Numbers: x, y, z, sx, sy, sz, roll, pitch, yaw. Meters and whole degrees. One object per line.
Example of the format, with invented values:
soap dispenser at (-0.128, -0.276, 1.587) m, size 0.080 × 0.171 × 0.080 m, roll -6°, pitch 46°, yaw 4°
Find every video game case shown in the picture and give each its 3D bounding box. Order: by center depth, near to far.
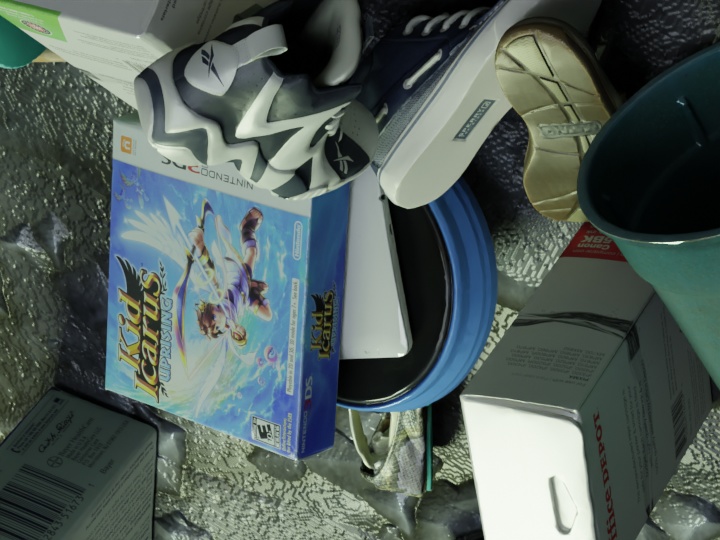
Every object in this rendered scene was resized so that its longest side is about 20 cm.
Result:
video game case at (-0.094, 0.008, 1.491) m, size 0.181 × 0.045 × 0.201 m, roll 17°, pitch 112°, yaw 36°

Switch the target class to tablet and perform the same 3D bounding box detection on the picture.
tablet at (-0.054, -0.002, 1.493) m, size 0.199 × 0.014 × 0.131 m, roll -5°, pitch 98°, yaw 39°

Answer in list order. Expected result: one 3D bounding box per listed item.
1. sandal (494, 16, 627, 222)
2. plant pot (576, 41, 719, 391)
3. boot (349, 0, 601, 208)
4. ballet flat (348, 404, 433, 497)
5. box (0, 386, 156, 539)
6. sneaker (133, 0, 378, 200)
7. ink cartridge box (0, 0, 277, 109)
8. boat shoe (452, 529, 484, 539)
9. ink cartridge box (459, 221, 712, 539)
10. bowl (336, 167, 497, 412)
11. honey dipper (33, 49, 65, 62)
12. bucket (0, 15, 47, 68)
sandal at (0.132, -0.096, 1.355) m, size 0.080 × 0.054 × 0.200 m, roll 0°, pitch 145°, yaw 20°
plant pot at (0.254, -0.009, 1.276) m, size 0.199 × 0.201 × 0.197 m, roll -7°, pitch 127°, yaw 35°
boot at (0.061, -0.139, 1.371) m, size 0.200 × 0.073 × 0.091 m, roll -48°, pitch 58°, yaw 24°
ballet flat at (0.026, 0.083, 1.553) m, size 0.072 × 0.072 × 0.201 m, roll 21°, pitch 133°, yaw 17°
box at (-0.252, 0.233, 1.767) m, size 0.104 × 0.184 × 0.201 m, roll 20°, pitch 131°, yaw 16°
sneaker at (-0.023, -0.107, 1.283) m, size 0.129 × 0.199 × 0.080 m, roll -27°, pitch 63°, yaw 33°
ink cartridge box at (-0.120, -0.155, 1.380) m, size 0.145 × 0.084 × 0.200 m, roll 17°, pitch 171°, yaw 33°
boat shoe at (0.112, 0.198, 1.600) m, size 0.066 × 0.070 × 0.200 m, roll 46°, pitch 142°, yaw -8°
ink cartridge box at (0.146, 0.083, 1.392) m, size 0.082 × 0.200 × 0.147 m, roll 8°, pitch 126°, yaw 28°
bowl at (0.000, 0.000, 1.484) m, size 0.200 × 0.039 × 0.202 m, roll 11°, pitch 108°, yaw 37°
honey dipper at (-0.215, -0.155, 1.560) m, size 0.199 × 0.038 × 0.038 m, roll 5°, pitch 125°, yaw 34°
bucket at (-0.267, -0.231, 1.422) m, size 0.134 × 0.207 × 0.208 m, roll 14°, pitch 129°, yaw 15°
